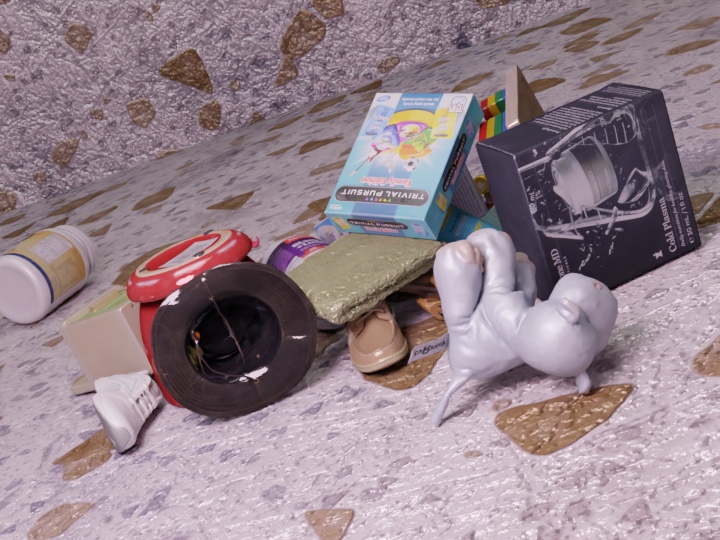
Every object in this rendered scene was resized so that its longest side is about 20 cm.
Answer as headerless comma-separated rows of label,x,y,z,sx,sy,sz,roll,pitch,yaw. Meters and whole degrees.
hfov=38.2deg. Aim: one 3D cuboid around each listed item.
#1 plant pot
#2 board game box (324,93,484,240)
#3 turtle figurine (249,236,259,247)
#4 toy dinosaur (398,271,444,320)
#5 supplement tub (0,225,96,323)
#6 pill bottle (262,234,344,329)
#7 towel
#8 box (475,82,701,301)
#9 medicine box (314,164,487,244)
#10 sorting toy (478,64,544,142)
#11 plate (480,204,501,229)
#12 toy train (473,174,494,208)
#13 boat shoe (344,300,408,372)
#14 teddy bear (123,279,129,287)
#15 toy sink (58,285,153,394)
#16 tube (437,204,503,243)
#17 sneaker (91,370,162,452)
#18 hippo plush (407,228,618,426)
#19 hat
plant pot,-0.203,0.055,1.382,0.199,0.183,0.201,-21,16,6
board game box,0.058,-0.141,1.357,0.150,0.047,0.201,6,61,32
turtle figurine,-0.218,0.016,1.660,0.149,0.101,0.200,-11,26,30
toy dinosaur,0.086,0.023,1.343,0.199,0.061,0.106,-1,11,-7
supplement tub,-0.636,0.003,2.086,0.144,0.145,0.200,-12,20,26
pill bottle,-0.074,0.010,1.473,0.111,0.112,0.200,-26,18,-16
towel,0.000,0.000,1.305,0.200,0.037,0.148,-32,32,-31
box,0.269,-0.090,1.228,0.196,0.201,0.124,-24,18,-8
medicine box,0.053,-0.073,1.511,0.199,0.103,0.182,-27,1,-15
sorting toy,0.230,-0.149,1.416,0.069,0.199,0.200,-26,24,21
plate,0.263,-0.099,1.552,0.199,0.026,0.200,-19,19,7
toy train,0.250,-0.153,1.689,0.199,0.056,0.150,-29,0,-2
boat shoe,0.010,0.067,1.286,0.071,0.065,0.200,-22,17,-2
teddy bear,-0.344,0.064,1.727,0.145,0.067,0.200,-37,28,-17
toy sink,-0.349,0.088,1.521,0.199,0.113,0.130,-17,16,39
tube,0.093,-0.072,1.398,0.050,0.199,0.078,106,-170,-64
sneaker,-0.298,0.169,1.336,0.080,0.071,0.200,-22,17,-9
hippo plush,0.162,0.040,1.037,0.160,0.160,0.200,-3,25,46
hat,-0.152,0.077,1.257,0.200,0.202,0.081,-21,13,-1
